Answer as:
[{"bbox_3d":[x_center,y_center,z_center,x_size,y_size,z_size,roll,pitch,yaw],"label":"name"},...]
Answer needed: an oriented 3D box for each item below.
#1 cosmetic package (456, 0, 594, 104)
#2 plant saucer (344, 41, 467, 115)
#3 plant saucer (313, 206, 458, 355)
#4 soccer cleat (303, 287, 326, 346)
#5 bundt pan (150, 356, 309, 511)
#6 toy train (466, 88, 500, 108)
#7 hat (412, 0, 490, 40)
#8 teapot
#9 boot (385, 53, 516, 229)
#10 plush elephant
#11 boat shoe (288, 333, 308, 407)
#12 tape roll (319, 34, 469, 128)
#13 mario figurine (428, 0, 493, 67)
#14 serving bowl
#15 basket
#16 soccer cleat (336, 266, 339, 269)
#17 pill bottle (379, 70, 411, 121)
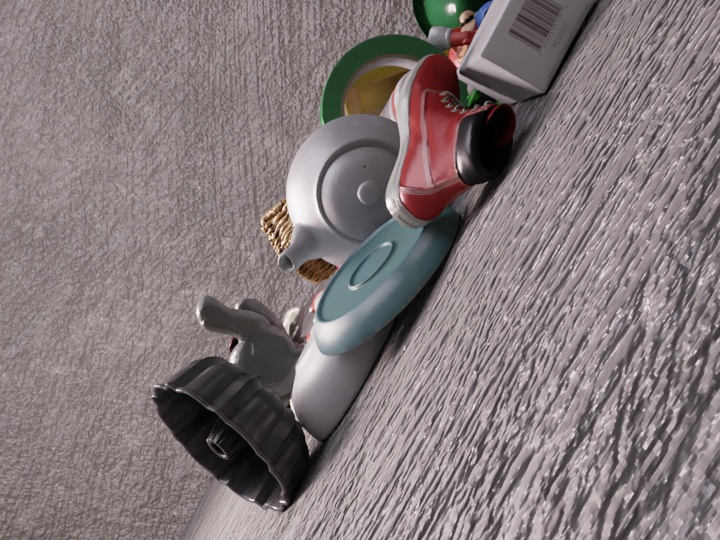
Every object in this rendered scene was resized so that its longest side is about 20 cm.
[{"bbox_3d":[0.155,-0.227,0.921,0.102,0.071,0.200,-62,4,6],"label":"cosmetic package"},{"bbox_3d":[0.067,-0.289,1.469,0.198,0.049,0.200,-18,-15,1],"label":"plant saucer"},{"bbox_3d":[0.018,0.001,0.961,0.200,0.027,0.201,-42,17,16],"label":"plant saucer"},{"bbox_3d":[-0.035,0.065,1.409,0.085,0.068,0.200,-47,9,18],"label":"soccer cleat"},{"bbox_3d":[-0.138,0.177,1.067,0.076,0.202,0.202,-47,-4,-30],"label":"bundt pan"},{"bbox_3d":[0.144,-0.193,1.081,0.057,0.041,0.201,107,-172,-58],"label":"toy train"},{"bbox_3d":[0.158,-0.360,1.332,0.164,0.201,0.177,-19,38,12],"label":"hat"},{"bbox_3d":[0.008,-0.094,1.092,0.146,0.195,0.202,-153,68,-84],"label":"teapot"},{"bbox_3d":[0.098,-0.150,0.896,0.144,0.072,0.202,-32,40,47],"label":"boot"},{"bbox_3d":[-0.122,0.125,1.241,0.155,0.198,0.167,90,175,-72],"label":"plush elephant"},{"bbox_3d":[-0.097,0.184,1.394,0.071,0.072,0.202,-37,33,59],"label":"boat shoe"},{"bbox_3d":[0.045,-0.208,1.249,0.202,0.199,0.048,-61,4,-4],"label":"tape roll"},{"bbox_3d":[0.167,-0.340,1.258,0.200,0.122,0.107,137,149,-65],"label":"mario figurine"},{"bbox_3d":[-0.025,0.088,1.069,0.201,0.065,0.200,-60,4,7],"label":"serving bowl"},{"bbox_3d":[-0.051,-0.107,1.366,0.199,0.150,0.143,-37,-34,14],"label":"basket"},{"bbox_3d":[0.000,0.000,1.267,0.067,0.076,0.200,-63,2,0],"label":"soccer cleat"},{"bbox_3d":[0.081,-0.213,1.438,0.117,0.115,0.200,-62,5,-24],"label":"pill bottle"}]
